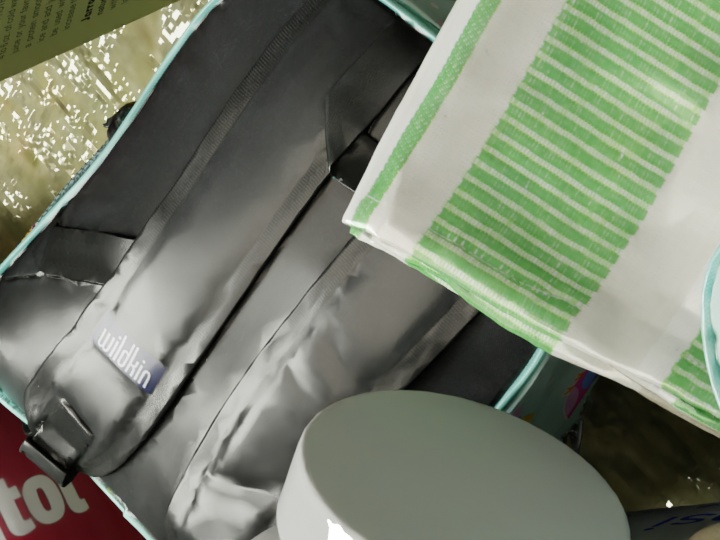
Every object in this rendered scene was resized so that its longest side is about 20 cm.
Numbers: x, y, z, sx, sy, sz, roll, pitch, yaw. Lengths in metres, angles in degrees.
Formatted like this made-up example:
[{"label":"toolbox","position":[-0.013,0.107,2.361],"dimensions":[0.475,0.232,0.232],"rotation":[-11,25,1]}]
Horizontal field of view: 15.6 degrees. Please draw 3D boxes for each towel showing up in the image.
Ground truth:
[{"label":"towel","position":[0.110,-0.029,0.705],"dimensions":[0.199,0.023,0.153],"rotation":[29,92,17]}]

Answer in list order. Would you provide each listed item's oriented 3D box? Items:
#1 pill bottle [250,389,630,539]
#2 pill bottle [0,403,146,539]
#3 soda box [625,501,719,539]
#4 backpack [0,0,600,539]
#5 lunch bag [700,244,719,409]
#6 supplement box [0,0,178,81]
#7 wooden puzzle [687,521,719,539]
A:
[{"label":"pill bottle","position":[0.001,0.141,0.746],"dimensions":[0.116,0.115,0.201],"rotation":[34,121,27]},{"label":"pill bottle","position":[-0.149,0.086,0.986],"dimensions":[0.113,0.113,0.201],"rotation":[-36,76,35]},{"label":"soda box","position":[0.136,0.100,0.760],"dimensions":[0.199,0.068,0.064],"rotation":[-10,92,37]},{"label":"backpack","position":[0.000,0.000,0.834],"dimensions":[0.176,0.153,0.200],"rotation":[46,123,20]},{"label":"lunch bag","position":[0.170,0.054,0.601],"dimensions":[0.160,0.077,0.201],"rotation":[-34,76,48]},{"label":"supplement box","position":[-0.132,-0.163,0.833],"dimensions":[0.135,0.199,0.200],"rotation":[54,153,16]},{"label":"wooden puzzle","position":[0.133,0.192,0.730],"dimensions":[0.185,0.037,0.201],"rotation":[37,125,22]}]
